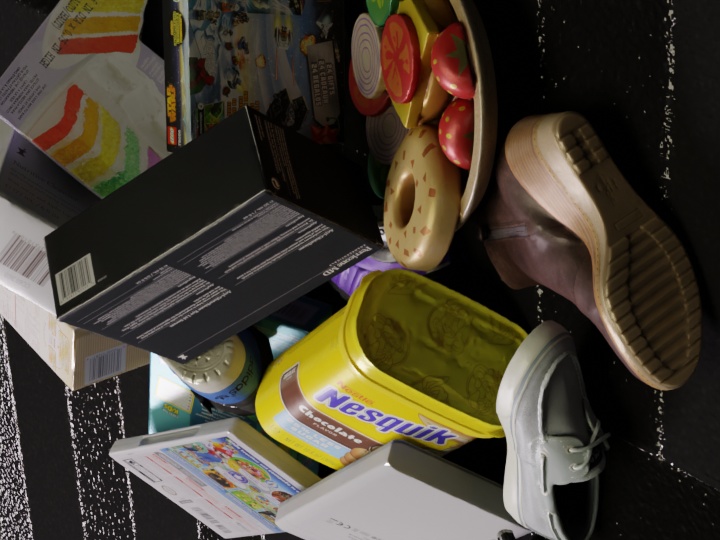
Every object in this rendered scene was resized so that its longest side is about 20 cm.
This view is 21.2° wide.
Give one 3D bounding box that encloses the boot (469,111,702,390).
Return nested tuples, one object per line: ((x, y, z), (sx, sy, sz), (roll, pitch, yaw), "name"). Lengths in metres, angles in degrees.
((0.144, -0.006, 1.286), (0.200, 0.072, 0.166), (66, 159, 3), "boot")

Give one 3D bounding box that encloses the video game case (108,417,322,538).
((-0.110, 0.179, 1.630), (0.143, 0.018, 0.200), (40, 150, -24), "video game case")

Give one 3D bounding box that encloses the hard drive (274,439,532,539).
((0.033, 0.190, 1.494), (0.200, 0.132, 0.027), (-36, 33, 57), "hard drive")

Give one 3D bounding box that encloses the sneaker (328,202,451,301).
((0.000, 0.000, 1.475), (0.200, 0.069, 0.100), (6, 114, 55), "sneaker")

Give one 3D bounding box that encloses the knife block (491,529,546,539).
((0.159, 0.282, 1.391), (0.200, 0.064, 0.176), (9, 102, 37), "knife block")

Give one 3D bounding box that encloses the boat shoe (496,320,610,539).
((0.142, 0.118, 1.329), (0.071, 0.070, 0.201), (32, 146, 31), "boat shoe")

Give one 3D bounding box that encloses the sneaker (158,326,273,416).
((-0.142, 0.045, 1.555), (0.200, 0.077, 0.111), (41, 176, 36), "sneaker")

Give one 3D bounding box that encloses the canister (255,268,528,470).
((0.022, 0.086, 1.432), (0.148, 0.087, 0.200), (26, 152, -15), "canister")

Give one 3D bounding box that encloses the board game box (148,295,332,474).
((-0.107, 0.098, 1.649), (0.151, 0.047, 0.200), (19, 127, 19), "board game box")

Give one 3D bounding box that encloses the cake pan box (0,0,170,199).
((-0.158, -0.149, 1.476), (0.184, 0.200, 0.052), (40, -174, -8), "cake pan box")

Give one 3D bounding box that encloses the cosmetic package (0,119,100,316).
((-0.248, -0.066, 1.538), (0.081, 0.113, 0.200), (-47, 23, 29), "cosmetic package")

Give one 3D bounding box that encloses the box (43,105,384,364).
((-0.107, -0.020, 1.389), (0.200, 0.141, 0.079), (-30, 56, 25), "box")

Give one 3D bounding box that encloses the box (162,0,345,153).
((-0.076, -0.188, 1.390), (0.040, 0.137, 0.201), (13, 107, 53), "box")

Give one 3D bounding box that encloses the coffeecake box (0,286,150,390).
((-0.249, 0.006, 1.762), (0.200, 0.153, 0.073), (41, 137, 37), "coffeecake box")

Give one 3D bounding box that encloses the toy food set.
((0.039, -0.117, 1.330), (0.198, 0.049, 0.200), (-114, 26, -42), "toy food set")
